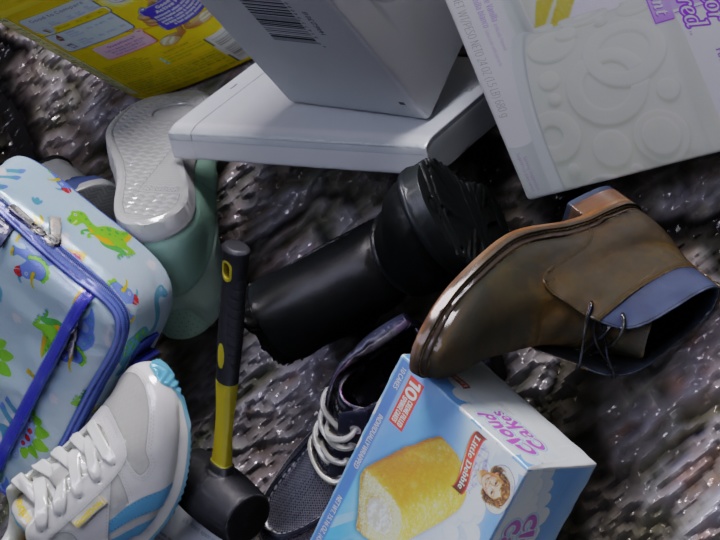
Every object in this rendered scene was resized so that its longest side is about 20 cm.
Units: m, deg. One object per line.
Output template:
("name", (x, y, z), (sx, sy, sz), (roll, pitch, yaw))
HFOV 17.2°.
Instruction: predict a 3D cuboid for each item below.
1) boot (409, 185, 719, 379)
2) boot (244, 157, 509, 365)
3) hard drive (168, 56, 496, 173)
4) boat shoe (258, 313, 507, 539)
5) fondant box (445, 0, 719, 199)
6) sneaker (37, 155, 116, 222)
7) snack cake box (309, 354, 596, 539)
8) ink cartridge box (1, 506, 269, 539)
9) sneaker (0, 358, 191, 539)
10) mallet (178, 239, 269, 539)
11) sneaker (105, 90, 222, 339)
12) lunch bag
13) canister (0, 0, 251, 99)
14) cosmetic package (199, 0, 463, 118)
("boot", (0.122, 0.023, 1.379), (0.097, 0.075, 0.200), (36, 50, 27))
("boot", (0.000, -0.001, 1.446), (0.162, 0.198, 0.074), (-24, 83, 13))
("hard drive", (-0.007, -0.104, 1.531), (0.199, 0.132, 0.027), (6, 121, 33))
("boat shoe", (-0.009, 0.100, 1.474), (0.200, 0.093, 0.075), (-45, 57, 14))
("fondant box", (0.168, -0.138, 1.414), (0.199, 0.058, 0.145), (-15, 111, 27))
("sneaker", (-0.240, 0.001, 1.673), (0.200, 0.080, 0.115), (-58, 40, 11))
("snack cake box", (0.040, 0.162, 1.406), (0.115, 0.067, 0.201), (42, 117, 35))
("ink cartridge box", (-0.160, 0.209, 1.567), (0.196, 0.043, 0.201), (29, 90, 38))
("sneaker", (-0.171, 0.140, 1.488), (0.200, 0.080, 0.077), (-61, 41, 25))
("mallet", (-0.089, 0.070, 1.460), (0.066, 0.041, 0.201), (24, 123, 43))
("sneaker", (-0.127, -0.036, 1.608), (0.073, 0.119, 0.201), (-8, 32, 6))
("lunch bag", (-0.217, 0.040, 1.529), (0.161, 0.082, 0.200), (40, 127, 8))
("canister", (-0.166, -0.195, 1.606), (0.148, 0.200, 0.087), (-18, 65, 26))
("cosmetic package", (-0.010, -0.234, 1.452), (0.123, 0.199, 0.201), (11, 66, 39))
